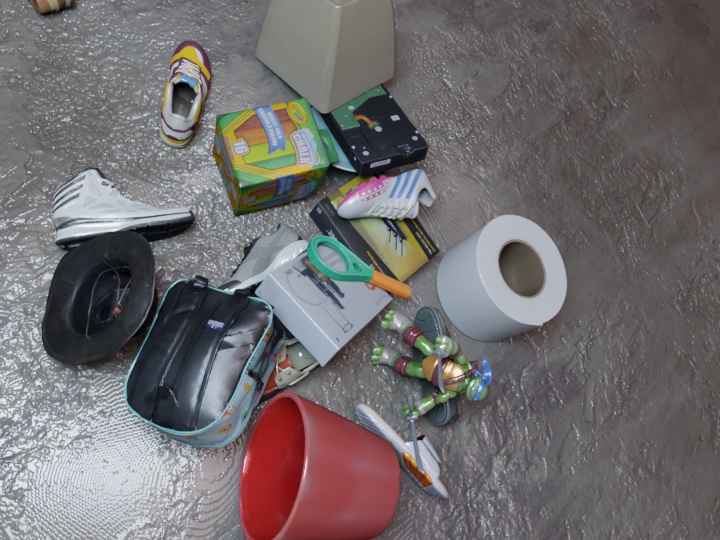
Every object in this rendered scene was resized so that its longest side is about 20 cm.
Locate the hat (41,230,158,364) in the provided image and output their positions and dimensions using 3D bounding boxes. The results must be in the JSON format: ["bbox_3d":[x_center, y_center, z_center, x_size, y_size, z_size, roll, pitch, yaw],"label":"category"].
[{"bbox_3d":[-0.338,0.043,0.822,0.081,0.197,0.205,40,47,-59],"label":"hat"}]

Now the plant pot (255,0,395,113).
[{"bbox_3d":[-0.052,-0.442,1.065,0.200,0.178,0.199,42,57,18],"label":"plant pot"}]

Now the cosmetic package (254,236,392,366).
[{"bbox_3d":[-0.050,0.040,0.942,0.151,0.052,0.200,47,32,4],"label":"cosmetic package"}]

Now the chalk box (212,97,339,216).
[{"bbox_3d":[-0.129,-0.191,0.985,0.197,0.124,0.127,-19,80,-20],"label":"chalk box"}]

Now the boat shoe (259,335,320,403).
[{"bbox_3d":[-0.112,0.143,0.927,0.198,0.062,0.072,-25,86,-29],"label":"boat shoe"}]

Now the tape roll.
[{"bbox_3d":[0.259,0.017,1.107,0.199,0.139,0.207,9,69,-23],"label":"tape roll"}]

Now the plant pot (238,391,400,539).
[{"bbox_3d":[-0.052,0.291,0.840,0.175,0.199,0.204,22,63,-29],"label":"plant pot"}]

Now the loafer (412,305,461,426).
[{"bbox_3d":[0.137,0.164,1.047,0.062,0.071,0.205,4,76,-45],"label":"loafer"}]

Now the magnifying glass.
[{"bbox_3d":[0.000,0.000,0.977,0.198,0.022,0.080,26,35,-27],"label":"magnifying glass"}]

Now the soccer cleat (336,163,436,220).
[{"bbox_3d":[0.052,-0.120,1.032,0.198,0.070,0.087,-27,79,-32],"label":"soccer cleat"}]

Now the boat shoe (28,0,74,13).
[{"bbox_3d":[-0.542,-0.491,0.937,0.200,0.076,0.074,46,62,-4],"label":"boat shoe"}]

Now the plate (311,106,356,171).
[{"bbox_3d":[-0.011,-0.248,1.109,0.196,0.026,0.203,5,55,-7],"label":"plate"}]

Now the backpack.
[{"bbox_3d":[-0.211,0.135,0.814,0.172,0.155,0.202,15,58,13],"label":"backpack"}]

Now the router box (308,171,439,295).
[{"bbox_3d":[0.027,-0.068,1.075,0.157,0.052,0.201,-37,90,-32],"label":"router box"}]

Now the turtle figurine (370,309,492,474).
[{"bbox_3d":[0.090,0.156,0.932,0.199,0.146,0.192,-38,49,-27],"label":"turtle figurine"}]

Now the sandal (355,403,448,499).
[{"bbox_3d":[0.080,0.278,0.961,0.059,0.079,0.207,-42,91,-24],"label":"sandal"}]

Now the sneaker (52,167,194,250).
[{"bbox_3d":[-0.353,-0.104,0.889,0.197,0.076,0.118,-10,78,-26],"label":"sneaker"}]

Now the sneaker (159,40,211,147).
[{"bbox_3d":[-0.283,-0.308,0.987,0.074,0.090,0.204,10,68,-22],"label":"sneaker"}]

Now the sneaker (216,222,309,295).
[{"bbox_3d":[-0.168,-0.005,0.954,0.079,0.074,0.200,45,53,6],"label":"sneaker"}]

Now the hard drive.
[{"bbox_3d":[0.016,-0.261,1.082,0.137,0.038,0.202,-18,58,-21],"label":"hard drive"}]
